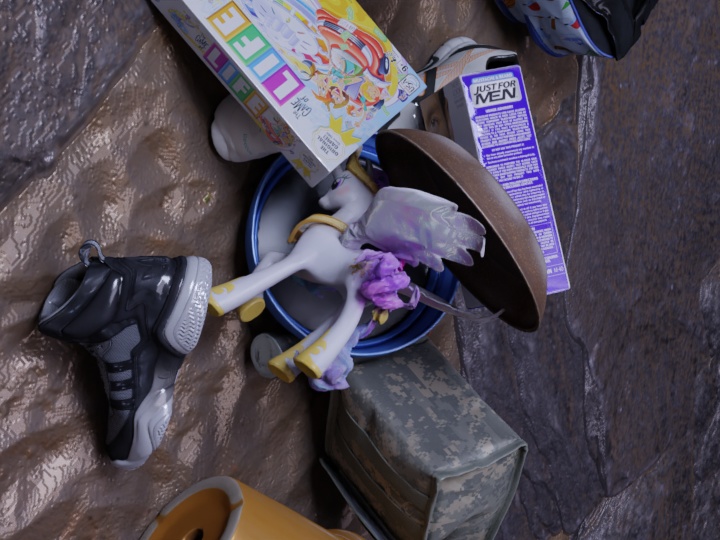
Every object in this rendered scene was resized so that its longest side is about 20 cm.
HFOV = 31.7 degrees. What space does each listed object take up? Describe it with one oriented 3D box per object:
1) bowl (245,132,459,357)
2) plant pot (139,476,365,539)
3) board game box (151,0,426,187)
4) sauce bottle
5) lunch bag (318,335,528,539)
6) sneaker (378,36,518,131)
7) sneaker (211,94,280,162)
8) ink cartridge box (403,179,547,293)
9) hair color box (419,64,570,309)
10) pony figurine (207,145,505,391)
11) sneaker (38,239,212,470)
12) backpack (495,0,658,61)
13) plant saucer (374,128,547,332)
[{"bbox_3d":[-0.007,-0.023,1.103,0.200,0.039,0.201,5,79,-24],"label":"bowl"},{"bbox_3d":[-0.086,0.273,1.042,0.183,0.200,0.200,48,61,-27],"label":"plant pot"},{"bbox_3d":[-0.056,-0.182,1.002,0.200,0.034,0.134,49,56,-6],"label":"board game box"},{"bbox_3d":[-0.017,0.059,1.160,0.200,0.066,0.066,-10,106,-46],"label":"sauce bottle"},{"bbox_3d":[0.046,0.187,1.147,0.118,0.164,0.200,-17,135,-28],"label":"lunch bag"},{"bbox_3d":[0.079,-0.162,1.210,0.200,0.080,0.074,-46,132,-31],"label":"sneaker"},{"bbox_3d":[-0.035,-0.150,1.079,0.200,0.080,0.070,-45,128,-35],"label":"sneaker"},{"bbox_3d":[0.088,-0.058,1.212,0.094,0.044,0.200,51,59,-9],"label":"ink cartridge box"},{"bbox_3d":[0.117,-0.070,1.128,0.065,0.109,0.200,-11,88,-17],"label":"hair color box"},{"bbox_3d":[0.000,0.000,0.993,0.200,0.193,0.167,-49,154,-23],"label":"pony figurine"},{"bbox_3d":[-0.188,0.060,0.951,0.114,0.076,0.200,17,122,-12],"label":"sneaker"},{"bbox_3d":[0.219,-0.311,1.285,0.200,0.154,0.191,-50,124,-22],"label":"backpack"},{"bbox_3d":[0.087,-0.039,1.005,0.037,0.200,0.200,-38,129,-10],"label":"plant saucer"}]
